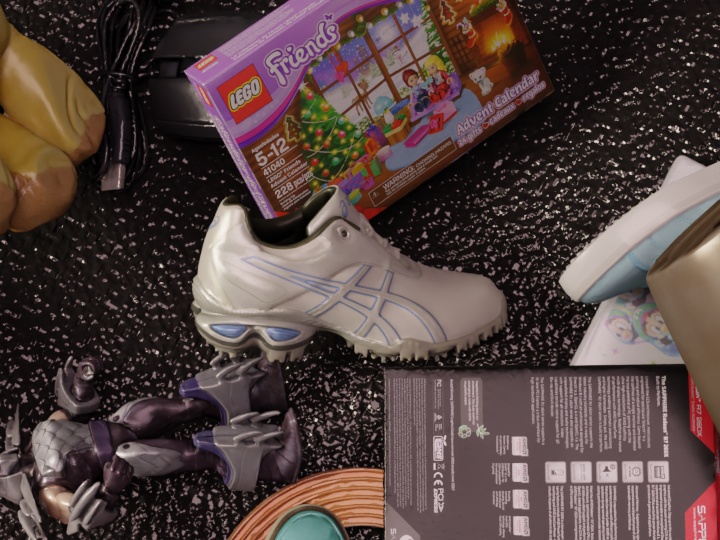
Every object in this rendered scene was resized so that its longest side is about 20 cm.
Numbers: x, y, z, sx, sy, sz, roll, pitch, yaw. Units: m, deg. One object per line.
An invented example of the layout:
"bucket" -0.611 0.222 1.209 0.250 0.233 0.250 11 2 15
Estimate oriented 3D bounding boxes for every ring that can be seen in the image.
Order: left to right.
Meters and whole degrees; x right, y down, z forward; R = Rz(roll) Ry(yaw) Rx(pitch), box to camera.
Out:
"ring" 0.001 0.220 1.073 0.198 0.019 0.203 0 79 1

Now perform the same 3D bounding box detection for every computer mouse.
"computer mouse" -0.076 -0.115 1.129 0.198 0.053 0.140 3 77 2

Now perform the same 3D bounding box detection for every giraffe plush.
"giraffe plush" -0.279 -0.098 1.086 0.161 0.172 0.202 -22 92 31

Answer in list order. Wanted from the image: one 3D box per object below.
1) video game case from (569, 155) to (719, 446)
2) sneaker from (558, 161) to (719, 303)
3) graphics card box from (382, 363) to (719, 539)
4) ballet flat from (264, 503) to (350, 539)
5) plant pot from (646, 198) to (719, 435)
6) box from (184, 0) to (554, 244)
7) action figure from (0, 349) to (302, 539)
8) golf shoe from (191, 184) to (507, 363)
"video game case" 0.232 0.056 1.100 0.181 0.024 0.201 28 80 7
"sneaker" 0.218 -0.017 1.068 0.199 0.074 0.082 -27 75 -4
"graphics card box" 0.111 0.120 1.054 0.198 0.051 0.127 -1 80 2
"ballet flat" -0.033 0.239 1.028 0.069 0.070 0.202 -2 74 1
"plant pot" 0.256 0.031 0.977 0.200 0.200 0.174 -40 90 -7
"box" 0.009 -0.115 1.087 0.199 0.039 0.138 -35 120 -11
"action figure" -0.139 0.100 1.067 0.198 0.070 0.131 -12 46 -11
"golf shoe" 0.000 0.000 1.058 0.198 0.078 0.098 0 108 -21
